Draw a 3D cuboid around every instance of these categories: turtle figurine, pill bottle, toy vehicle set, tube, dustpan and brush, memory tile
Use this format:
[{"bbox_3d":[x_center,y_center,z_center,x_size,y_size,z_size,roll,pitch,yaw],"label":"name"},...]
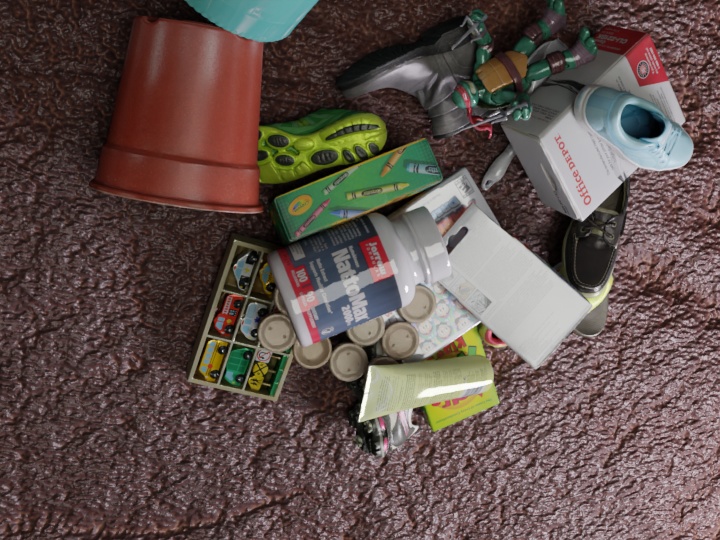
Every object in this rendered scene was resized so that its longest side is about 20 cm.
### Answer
[{"bbox_3d":[0.175,-0.245,1.415,0.199,0.101,0.150,-31,81,-10],"label":"turtle figurine"},{"bbox_3d":[0.000,0.000,1.398,0.199,0.120,0.120,-22,112,-5],"label":"pill bottle"},{"bbox_3d":[-0.134,0.062,1.497,0.123,0.027,0.201,14,108,-20],"label":"toy vehicle set"},{"bbox_3d":[0.081,0.142,1.493,0.199,0.052,0.058,-7,75,-38],"label":"tube"},{"bbox_3d":[0.223,-0.185,1.521,0.139,0.057,0.201,31,91,-35],"label":"dustpan and brush"},{"bbox_3d":[-0.017,0.060,1.475,0.199,0.017,0.154,23,96,-13],"label":"memory tile"}]

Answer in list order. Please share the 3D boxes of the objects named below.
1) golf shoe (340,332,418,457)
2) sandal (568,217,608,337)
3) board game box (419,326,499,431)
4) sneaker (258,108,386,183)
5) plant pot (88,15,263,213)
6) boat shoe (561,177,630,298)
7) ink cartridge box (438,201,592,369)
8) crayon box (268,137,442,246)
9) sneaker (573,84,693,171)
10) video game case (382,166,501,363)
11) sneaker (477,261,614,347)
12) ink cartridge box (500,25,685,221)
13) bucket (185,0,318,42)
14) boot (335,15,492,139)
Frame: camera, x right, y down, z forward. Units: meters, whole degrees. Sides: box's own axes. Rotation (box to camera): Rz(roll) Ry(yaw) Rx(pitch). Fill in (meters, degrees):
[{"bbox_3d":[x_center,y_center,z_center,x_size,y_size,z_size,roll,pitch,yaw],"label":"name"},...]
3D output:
[{"bbox_3d":[0.026,0.147,1.566,0.088,0.077,0.201,-20,116,-30],"label":"golf shoe"},{"bbox_3d":[0.315,-0.002,1.600,0.081,0.055,0.202,2,107,-17],"label":"sandal"},{"bbox_3d":[0.109,0.104,1.579,0.101,0.048,0.201,-22,112,-9],"label":"board game box"},{"bbox_3d":[-0.065,-0.153,1.432,0.198,0.084,0.075,-6,107,6],"label":"sneaker"},{"bbox_3d":[-0.194,-0.178,1.330,0.199,0.201,0.197,7,98,-18],"label":"plant pot"},{"bbox_3d":[0.305,-0.064,1.523,0.073,0.065,0.201,11,67,6],"label":"boat shoe"},{"bbox_3d":[0.180,0.016,1.477,0.200,0.050,0.109,41,99,-3],"label":"ink cartridge box"},{"bbox_3d":[-0.010,-0.094,1.436,0.199,0.119,0.059,-23,92,-8],"label":"crayon box"},{"bbox_3d":[0.345,-0.161,1.413,0.199,0.082,0.074,16,100,-35],"label":"sneaker"},{"bbox_3d":[0.097,-0.002,1.507,0.199,0.024,0.183,-34,103,-6],"label":"video game case"},{"bbox_3d":[0.243,0.051,1.549,0.199,0.090,0.078,-30,95,12],"label":"sneaker"},{"bbox_3d":[0.292,-0.184,1.473,0.200,0.084,0.145,-43,125,-12],"label":"ink cartridge box"},{"bbox_3d":[-0.112,-0.358,1.273,0.206,0.208,0.135,27,129,-22],"label":"bucket"},{"bbox_3d":[0.078,-0.218,1.453,0.199,0.070,0.132,-23,115,-8],"label":"boot"}]
